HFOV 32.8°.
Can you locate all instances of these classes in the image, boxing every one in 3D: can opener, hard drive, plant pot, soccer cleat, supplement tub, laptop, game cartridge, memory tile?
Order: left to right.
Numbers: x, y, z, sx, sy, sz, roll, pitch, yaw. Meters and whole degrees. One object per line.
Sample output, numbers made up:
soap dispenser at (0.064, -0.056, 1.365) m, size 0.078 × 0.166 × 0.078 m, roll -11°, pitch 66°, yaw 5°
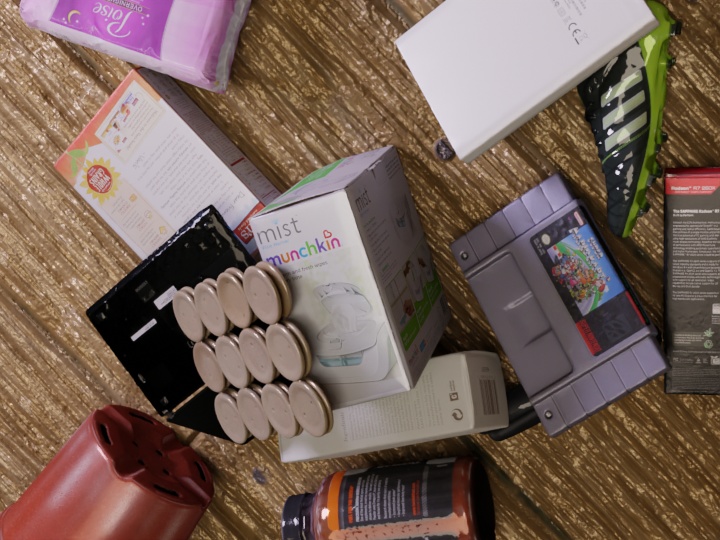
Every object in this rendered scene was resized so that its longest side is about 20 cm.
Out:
plant pot at (-0.258, 0.255, 1.227) m, size 0.200 × 0.201 × 0.196 m, roll 38°, pitch 102°, yaw 1°
laptop at (-0.129, 0.060, 1.184) m, size 0.177 × 0.103 × 0.201 m, roll -38°, pitch 90°, yaw 20°
memory tile at (-0.095, 0.074, 1.054) m, size 0.199 × 0.017 × 0.155 m, roll -15°, pitch 99°, yaw 58°
supplement tub at (0.026, 0.242, 1.186) m, size 0.197 × 0.107 × 0.109 m, roll -9°, pitch 103°, yaw 16°
hard drive at (0.139, -0.204, 1.053) m, size 0.199 × 0.026 × 0.133 m, roll -35°, pitch 69°, yaw 20°
game cartridge at (0.176, 0.029, 1.090) m, size 0.129 × 0.038 × 0.202 m, roll -35°, pitch 71°, yaw 24°
can opener at (0.192, 0.101, 1.139) m, size 0.063 × 0.079 × 0.200 m, roll 29°, pitch 120°, yaw -37°
soccer cleat at (0.225, -0.132, 1.062) m, size 0.080 × 0.067 × 0.203 m, roll 10°, pitch 101°, yaw 21°

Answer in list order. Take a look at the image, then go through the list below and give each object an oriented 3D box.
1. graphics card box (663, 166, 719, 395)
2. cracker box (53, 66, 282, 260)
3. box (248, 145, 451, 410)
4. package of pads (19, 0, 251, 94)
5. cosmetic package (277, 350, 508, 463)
graphics card box at (0.329, 0.009, 1.076) m, size 0.123 × 0.051 × 0.203 m, roll -1°, pitch 104°, yaw 14°
cracker box at (-0.178, -0.079, 1.176) m, size 0.200 × 0.058 × 0.134 m, roll 47°, pitch 112°, yaw -1°
box at (0.000, 0.000, 1.077) m, size 0.095 × 0.200 × 0.179 m, roll -16°, pitch 102°, yaw 18°
package of pads at (-0.198, -0.250, 1.116) m, size 0.197 × 0.076 × 0.122 m, roll 20°, pitch 92°, yaw 7°
cosmetic package at (0.028, 0.128, 1.137) m, size 0.197 × 0.101 × 0.075 m, roll -12°, pitch 79°, yaw 24°
